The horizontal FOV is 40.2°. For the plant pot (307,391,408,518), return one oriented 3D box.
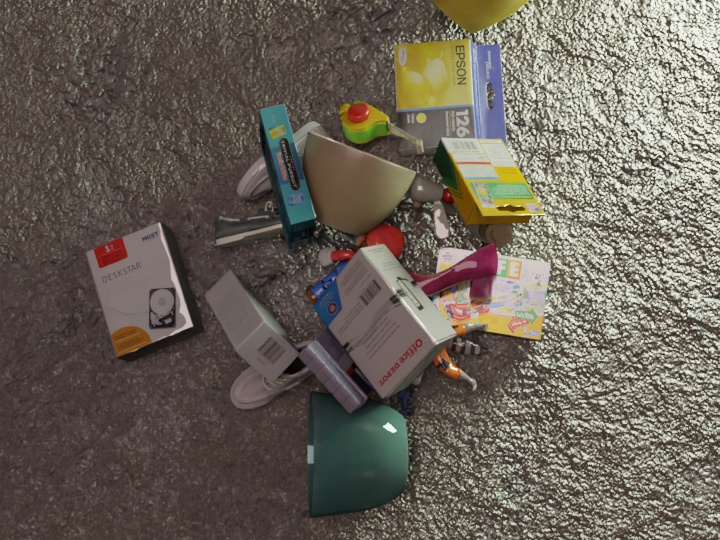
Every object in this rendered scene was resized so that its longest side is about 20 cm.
[{"bbox_3d":[-0.005,0.304,1.626,0.157,0.201,0.205,2,80,-6],"label":"plant pot"}]

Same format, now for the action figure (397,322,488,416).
[{"bbox_3d":[0.116,0.152,1.697,0.190,0.105,0.204,13,113,18],"label":"action figure"}]

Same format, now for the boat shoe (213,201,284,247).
[{"bbox_3d":[-0.173,-0.093,1.772,0.196,0.073,0.063,-14,82,10],"label":"boat shoe"}]

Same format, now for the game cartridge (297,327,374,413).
[{"bbox_3d":[-0.025,0.154,1.616,0.129,0.200,0.038,43,105,3],"label":"game cartridge"}]

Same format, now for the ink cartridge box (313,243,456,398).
[{"bbox_3d":[0.038,0.082,1.608,0.201,0.084,0.146,51,120,16],"label":"ink cartridge box"}]

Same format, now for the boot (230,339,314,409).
[{"bbox_3d":[-0.146,0.174,1.702,0.198,0.096,0.074,-30,78,1],"label":"boot"}]

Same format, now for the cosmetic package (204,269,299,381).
[{"bbox_3d":[-0.188,0.091,1.674,0.074,0.102,0.200,-43,34,-1],"label":"cosmetic package"}]

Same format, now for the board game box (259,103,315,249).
[{"bbox_3d":[-0.125,-0.156,1.666,0.046,0.151,0.204,-14,78,-9],"label":"board game box"}]

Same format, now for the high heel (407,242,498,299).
[{"bbox_3d":[0.136,-0.005,1.673,0.195,0.067,0.098,5,99,4],"label":"high heel"}]

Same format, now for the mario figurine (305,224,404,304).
[{"bbox_3d":[0.000,0.000,1.744,0.199,0.123,0.106,-42,35,7],"label":"mario figurine"}]

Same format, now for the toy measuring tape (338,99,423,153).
[{"bbox_3d":[0.025,-0.245,1.755,0.199,0.074,0.074,37,87,35],"label":"toy measuring tape"}]

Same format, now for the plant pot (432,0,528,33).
[{"bbox_3d":[0.207,-0.512,1.749,0.200,0.199,0.143,43,113,12],"label":"plant pot"}]

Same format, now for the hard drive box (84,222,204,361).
[{"bbox_3d":[-0.389,0.040,1.774,0.153,0.077,0.204,-22,78,3],"label":"hard drive box"}]

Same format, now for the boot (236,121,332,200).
[{"bbox_3d":[-0.125,-0.175,1.776,0.199,0.074,0.096,-41,71,-2],"label":"boot"}]

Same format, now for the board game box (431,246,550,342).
[{"bbox_3d":[0.225,0.041,1.716,0.195,0.034,0.138,8,81,9],"label":"board game box"}]

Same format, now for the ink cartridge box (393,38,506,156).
[{"bbox_3d":[0.161,-0.316,1.781,0.195,0.047,0.202,-4,79,9],"label":"ink cartridge box"}]

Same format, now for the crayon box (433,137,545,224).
[{"bbox_3d":[0.216,-0.143,1.670,0.123,0.052,0.202,-2,45,-22],"label":"crayon box"}]

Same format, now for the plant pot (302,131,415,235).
[{"bbox_3d":[-0.019,-0.139,1.679,0.197,0.200,0.137,22,98,10],"label":"plant pot"}]

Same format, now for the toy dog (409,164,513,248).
[{"bbox_3d":[0.176,-0.091,1.718,0.198,0.132,0.098,32,124,15],"label":"toy dog"}]
